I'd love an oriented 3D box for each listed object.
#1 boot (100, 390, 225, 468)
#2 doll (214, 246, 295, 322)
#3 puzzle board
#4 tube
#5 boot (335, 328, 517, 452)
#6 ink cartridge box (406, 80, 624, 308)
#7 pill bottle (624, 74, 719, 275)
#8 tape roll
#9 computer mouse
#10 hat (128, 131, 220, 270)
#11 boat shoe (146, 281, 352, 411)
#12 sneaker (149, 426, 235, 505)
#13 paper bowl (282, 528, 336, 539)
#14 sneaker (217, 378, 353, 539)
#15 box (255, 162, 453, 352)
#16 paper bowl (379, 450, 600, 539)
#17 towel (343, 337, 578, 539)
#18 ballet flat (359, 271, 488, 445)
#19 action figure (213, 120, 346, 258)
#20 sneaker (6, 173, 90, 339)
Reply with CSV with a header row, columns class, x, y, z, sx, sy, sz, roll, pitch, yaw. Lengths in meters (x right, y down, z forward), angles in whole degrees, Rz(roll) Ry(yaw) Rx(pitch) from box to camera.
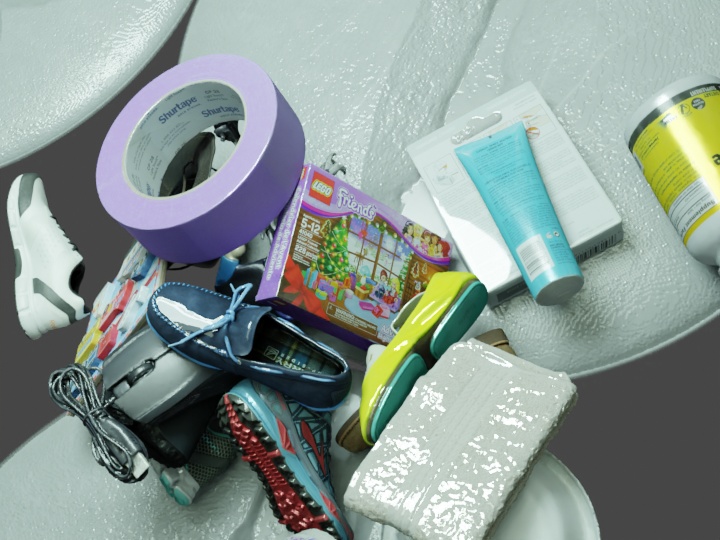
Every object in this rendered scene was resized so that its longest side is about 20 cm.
class,x,y,z,sx,sy,sz,roll,pitch,yaw
boot,-0.139,0.125,1.007,0.198,0.077,0.169,26,56,2
doll,-0.093,0.030,1.074,0.198,0.048,0.138,-18,100,19
puzzle board,-0.249,0.037,1.052,0.200,0.017,0.152,-47,30,33
tube,0.161,-0.061,1.019,0.077,0.051,0.202,-20,60,1
boot,0.071,0.136,0.998,0.198,0.074,0.076,-28,71,-2
ink cartridge box,0.159,-0.083,1.078,0.159,0.047,0.201,-28,62,3
pill bottle,0.349,-0.081,0.989,0.111,0.113,0.202,-25,65,3
tape roll,-0.155,-0.110,0.985,0.198,0.066,0.202,-13,55,20
computer mouse,-0.174,0.091,0.943,0.199,0.053,0.138,-32,63,-29
hat,-0.178,-0.055,1.111,0.200,0.080,0.203,-41,37,41
boat shoe,-0.094,0.053,0.914,0.198,0.069,0.085,20,58,-3
sneaker,-0.200,0.145,1.070,0.091,0.078,0.201,-30,67,-17
paper bowl,-0.019,0.323,0.882,0.103,0.202,0.201,-19,60,-31
sneaker,-0.048,0.176,0.968,0.079,0.202,0.095,-5,29,47
box,0.000,0.000,1.007,0.039,0.199,0.138,-11,60,50
paper bowl,0.115,0.246,0.913,0.198,0.105,0.203,-5,66,12
towel,0.090,0.149,0.882,0.131,0.035,0.200,19,56,32
ballet flat,0.046,0.076,0.961,0.067,0.067,0.201,20,59,36
action figure,-0.072,-0.087,1.096,0.118,0.201,0.102,-14,24,34
sneaker,-0.357,-0.022,1.175,0.079,0.074,0.202,-13,71,-3
